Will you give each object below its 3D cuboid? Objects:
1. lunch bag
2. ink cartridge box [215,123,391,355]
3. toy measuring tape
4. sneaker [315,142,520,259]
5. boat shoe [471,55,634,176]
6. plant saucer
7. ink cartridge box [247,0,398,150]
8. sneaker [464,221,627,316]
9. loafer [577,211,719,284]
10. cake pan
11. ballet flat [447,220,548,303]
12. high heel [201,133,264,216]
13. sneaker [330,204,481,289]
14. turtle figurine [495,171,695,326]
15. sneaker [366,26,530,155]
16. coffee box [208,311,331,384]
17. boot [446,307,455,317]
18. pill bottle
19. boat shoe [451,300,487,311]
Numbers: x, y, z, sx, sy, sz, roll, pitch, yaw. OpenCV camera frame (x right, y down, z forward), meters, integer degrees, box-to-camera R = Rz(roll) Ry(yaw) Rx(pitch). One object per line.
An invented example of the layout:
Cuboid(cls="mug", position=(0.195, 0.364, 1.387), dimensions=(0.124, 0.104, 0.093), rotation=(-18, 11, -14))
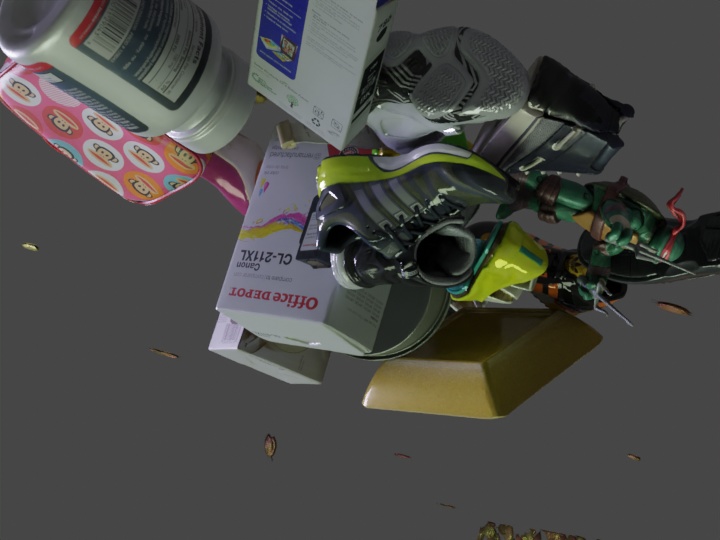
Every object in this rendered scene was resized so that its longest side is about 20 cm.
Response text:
Cuboid(cls="lunch bag", position=(-0.239, -0.147, 1.240), dimensions=(0.200, 0.082, 0.175), rotation=(40, 144, -22))
Cuboid(cls="ink cartridge box", position=(-0.037, -0.033, 1.284), dimensions=(0.145, 0.202, 0.083), rotation=(5, 162, 37))
Cuboid(cls="toy measuring tape", position=(0.012, -0.102, 1.176), dimensions=(0.198, 0.075, 0.073), rotation=(-1, 173, -26))
Cuboid(cls="sneaker", position=(0.042, -0.051, 1.082), dimensions=(0.198, 0.082, 0.074), rotation=(-4, 159, 41))
Cuboid(cls="boat shoe", position=(0.148, -0.099, 1.088), dimensions=(0.092, 0.075, 0.200), rotation=(26, 163, -5))
Cuboid(cls="plant saucer", position=(0.126, 0.088, 1.420), dimensions=(0.199, 0.049, 0.199), rotation=(-1, -159, 45))
Cuboid(cls="ink cartridge box", position=(-0.028, -0.179, 0.968), dimensions=(0.099, 0.039, 0.201), rotation=(37, 153, 10))
Cuboid(cls="sneaker", position=(0.193, -0.008, 1.390), dimensions=(0.199, 0.071, 0.090), rotation=(22, 159, -32))
Cuboid(cls="loafer", position=(0.297, -0.015, 1.240), dimensions=(0.199, 0.073, 0.063), rotation=(-3, 160, 45))
Cuboid(cls="cake pan", position=(0.000, 0.000, 1.384), dimensions=(0.198, 0.203, 0.037), rotation=(11, -165, 22))
Cuboid(cls="ballet flat", position=(0.130, 0.002, 1.254), dimensions=(0.066, 0.067, 0.200), rotation=(26, 168, -3))
Cuboid(cls="high heel", position=(-0.159, -0.113, 1.377), dimensions=(0.095, 0.068, 0.200), rotation=(2, 156, 17))
Cuboid(cls="sneaker", position=(0.073, -0.034, 1.208), dimensions=(0.113, 0.199, 0.076), rotation=(8, 120, 44))
Cuboid(cls="turtle figurine", position=(0.216, -0.036, 1.196), dimensions=(0.199, 0.101, 0.150), rotation=(28, 154, 20))
Cuboid(cls="sneaker", position=(0.066, -0.136, 1.062), dimensions=(0.198, 0.076, 0.115), rotation=(11, 165, 40))
Cuboid(cls="coffee box", position=(-0.078, 0.013, 1.490), dimensions=(0.114, 0.202, 0.079), rotation=(25, 164, -28))
Cuboid(cls="boot", position=(0.055, 0.050, 1.754), dimensions=(0.163, 0.066, 0.200), rotation=(10, 168, 29))
Cuboid(cls="pill bottle", position=(-0.184, -0.180, 1.089), dimensions=(0.119, 0.121, 0.199), rotation=(2, 159, 43))
Cuboid(cls="boat shoe", position=(0.091, 0.010, 1.511), dimensions=(0.074, 0.087, 0.202), rotation=(7, 162, 30))
